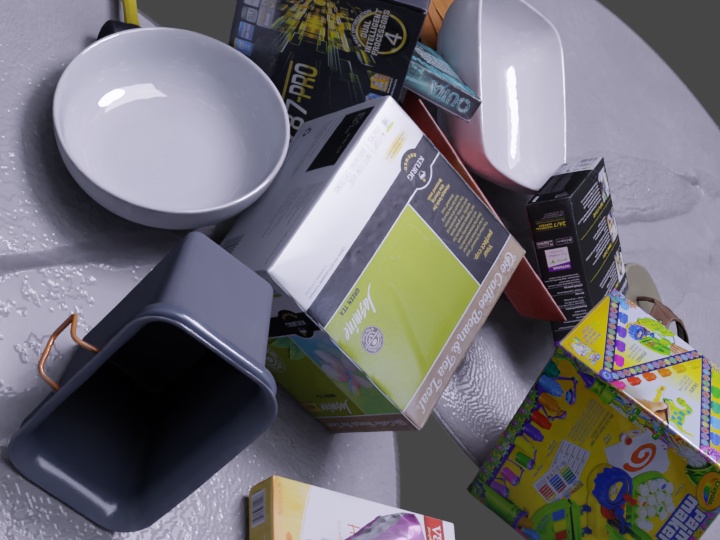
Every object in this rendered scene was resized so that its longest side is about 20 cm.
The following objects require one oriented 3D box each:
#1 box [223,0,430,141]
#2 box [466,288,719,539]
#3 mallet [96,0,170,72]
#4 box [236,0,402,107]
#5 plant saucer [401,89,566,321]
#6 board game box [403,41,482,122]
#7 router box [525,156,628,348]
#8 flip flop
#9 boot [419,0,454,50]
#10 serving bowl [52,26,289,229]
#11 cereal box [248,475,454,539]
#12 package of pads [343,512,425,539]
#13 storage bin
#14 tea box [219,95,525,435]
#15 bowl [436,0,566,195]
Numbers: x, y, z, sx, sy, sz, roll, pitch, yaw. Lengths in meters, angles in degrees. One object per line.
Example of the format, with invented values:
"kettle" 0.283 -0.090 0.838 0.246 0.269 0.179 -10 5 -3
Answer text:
"box" -0.037 -0.188 1.374 0.160 0.201 0.049 18 47 -2
"box" 0.233 0.166 1.391 0.192 0.201 0.122 38 38 13
"mallet" -0.220 -0.262 1.414 0.065 0.041 0.202 7 55 -38
"box" -0.045 -0.222 1.541 0.082 0.049 0.201 -28 84 -49
"plant saucer" 0.104 -0.057 1.457 0.200 0.037 0.200 53 6 -28
"board game box" 0.013 -0.217 1.485 0.199 0.028 0.136 26 17 -28
"router box" 0.223 -0.021 1.579 0.200 0.051 0.151 -40 119 -67
"flip flop" 0.327 0.082 1.686 0.081 0.057 0.202 11 57 -39
"boot" 0.101 -0.274 1.693 0.200 0.077 0.156 42 41 -11
"serving bowl" -0.162 -0.110 1.315 0.198 0.066 0.202 8 54 -11
"cereal box" -0.001 0.258 1.266 0.199 0.039 0.145 19 53 -34
"package of pads" 0.014 0.297 1.175 0.120 0.075 0.202 -20 96 -35
"storage bin" -0.156 0.068 1.142 0.145 0.200 0.135 37 32 -19
"tea box" 0.000 0.000 1.311 0.197 0.133 0.201 47 59 -22
"bowl" 0.142 -0.180 1.628 0.199 0.074 0.203 17 69 -55
